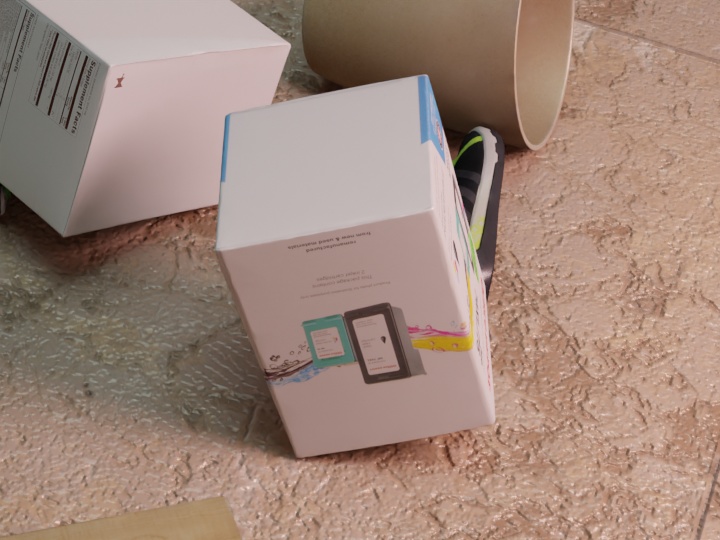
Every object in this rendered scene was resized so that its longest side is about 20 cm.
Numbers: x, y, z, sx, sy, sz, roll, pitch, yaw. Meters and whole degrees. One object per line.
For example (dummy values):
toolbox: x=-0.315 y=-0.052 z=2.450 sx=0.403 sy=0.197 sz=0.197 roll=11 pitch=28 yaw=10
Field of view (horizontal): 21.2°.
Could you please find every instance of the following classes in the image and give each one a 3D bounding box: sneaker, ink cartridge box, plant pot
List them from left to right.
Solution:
ink cartridge box: x=0.000 y=0.000 z=1.308 sx=0.145 sy=0.200 sz=0.147 roll=-11 pitch=41 yaw=9
plant pot: x=0.060 y=-0.203 z=1.605 sx=0.199 sy=0.188 sz=0.188 roll=7 pitch=39 yaw=20
sneaker: x=0.065 y=-0.045 z=1.490 sx=0.082 sy=0.072 sz=0.200 roll=8 pitch=42 yaw=1

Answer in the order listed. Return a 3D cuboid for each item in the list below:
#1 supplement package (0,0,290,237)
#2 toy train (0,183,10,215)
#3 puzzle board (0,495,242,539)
supplement package: x=-0.201 y=-0.150 z=1.472 sx=0.200 sy=0.148 sz=0.191 roll=38 pitch=32 yaw=29
toy train: x=-0.360 y=-0.062 z=1.460 sx=0.199 sy=0.042 sz=0.057 roll=-2 pitch=52 yaw=-12
puzzle board: x=-0.158 y=0.218 z=1.200 sx=0.199 sy=0.017 sz=0.151 roll=-9 pitch=46 yaw=-18
